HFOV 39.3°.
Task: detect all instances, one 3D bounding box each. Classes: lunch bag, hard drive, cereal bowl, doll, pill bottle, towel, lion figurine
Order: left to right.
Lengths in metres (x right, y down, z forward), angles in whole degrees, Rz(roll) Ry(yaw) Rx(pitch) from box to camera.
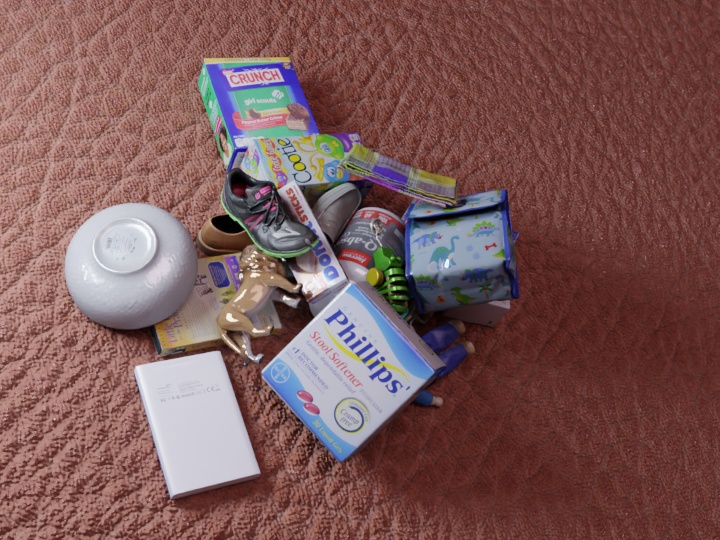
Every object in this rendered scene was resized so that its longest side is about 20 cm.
[{"bbox_3d":[-0.343,-0.018,1.499,0.200,0.083,0.200,1,63,-3],"label":"cereal bowl"},{"bbox_3d":[-0.237,0.220,1.460,0.132,0.025,0.200,-9,63,-28],"label":"hard drive"},{"bbox_3d":[-0.167,0.048,1.537,0.122,0.073,0.200,25,55,14],"label":"lion figurine"},{"bbox_3d":[0.000,0.000,1.651,0.116,0.116,0.200,31,51,-2],"label":"pill bottle"},{"bbox_3d":[0.069,-0.158,1.663,0.200,0.023,0.144,21,22,3],"label":"towel"},{"bbox_3d":[0.100,0.158,1.631,0.200,0.048,0.137,-27,95,-34],"label":"doll"},{"bbox_3d":[0.161,-0.047,1.626,0.170,0.128,0.200,-8,46,12],"label":"lunch bag"}]

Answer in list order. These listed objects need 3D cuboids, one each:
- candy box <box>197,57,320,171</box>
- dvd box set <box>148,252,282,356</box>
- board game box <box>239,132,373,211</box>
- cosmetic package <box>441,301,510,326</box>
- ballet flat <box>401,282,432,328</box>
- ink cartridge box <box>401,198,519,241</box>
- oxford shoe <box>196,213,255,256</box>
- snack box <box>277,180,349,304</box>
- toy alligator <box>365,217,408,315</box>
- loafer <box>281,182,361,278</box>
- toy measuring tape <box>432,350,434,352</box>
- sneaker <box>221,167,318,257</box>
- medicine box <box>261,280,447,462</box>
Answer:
[{"bbox_3d":[-0.179,-0.279,1.781,0.169,0.077,0.200,-8,62,-27],"label":"candy box"},{"bbox_3d":[-0.237,0.049,1.568,0.200,0.029,0.146,-10,63,-29],"label":"dvd box set"},{"bbox_3d":[-0.092,-0.161,1.724,0.200,0.103,0.105,-8,62,-28],"label":"board game box"},{"bbox_3d":[0.201,-0.010,1.775,0.101,0.071,0.200,13,55,-16],"label":"cosmetic package"},{"bbox_3d":[0.080,0.074,1.669,0.072,0.072,0.200,39,61,4],"label":"ballet flat"},{"bbox_3d":[0.158,-0.056,1.728,0.200,0.042,0.119,22,66,28],"label":"ink cartridge box"},{"bbox_3d":[-0.163,-0.064,1.652,0.200,0.071,0.071,-5,59,-29],"label":"oxford shoe"},{"bbox_3d":[-0.091,-0.046,1.590,0.072,0.024,0.200,-30,64,3],"label":"snack box"},{"bbox_3d":[0.047,0.004,1.572,0.059,0.054,0.200,10,68,-41],"label":"toy alligator"},{"bbox_3d":[-0.062,-0.063,1.656,0.200,0.070,0.070,-50,129,-15],"label":"loafer"},{"bbox_3d":[0.016,0.135,1.581,0.200,0.074,0.074,8,52,10],"label":"toy measuring tape"},{"bbox_3d":[-0.148,-0.089,1.557,0.200,0.084,0.077,35,58,25],"label":"sneaker"},{"bbox_3d":[-0.008,0.146,1.493,0.182,0.200,0.103,47,11,10],"label":"medicine box"}]
